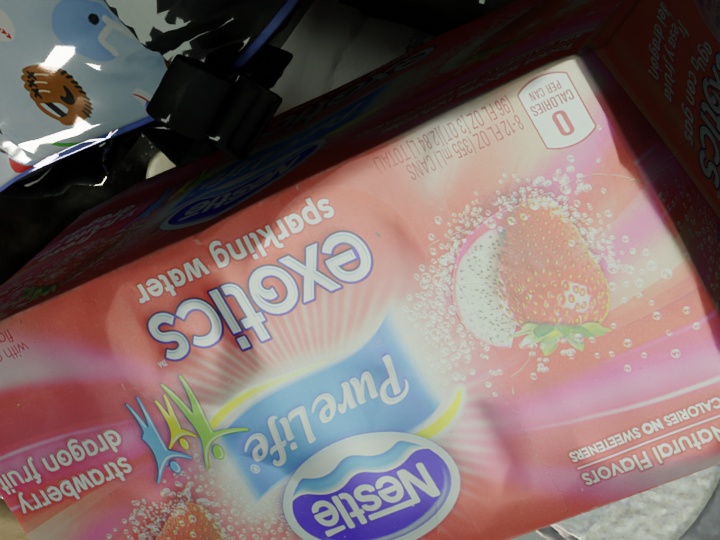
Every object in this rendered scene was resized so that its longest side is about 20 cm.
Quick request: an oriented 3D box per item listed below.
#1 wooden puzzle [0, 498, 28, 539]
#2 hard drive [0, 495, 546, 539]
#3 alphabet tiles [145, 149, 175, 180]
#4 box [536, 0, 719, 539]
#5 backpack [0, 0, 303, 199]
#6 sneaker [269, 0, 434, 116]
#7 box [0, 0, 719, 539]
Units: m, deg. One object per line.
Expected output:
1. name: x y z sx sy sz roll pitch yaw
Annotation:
1. wooden puzzle: -0.223 0.088 0.868 0.185 0.047 0.200 -25 147 29
2. hard drive: 0.006 0.061 0.807 0.199 0.027 0.132 29 109 -12
3. alphabet tiles: 0.004 0.042 0.820 0.199 0.015 0.197 -9 113 1
4. box: 0.108 -0.020 0.695 0.132 0.115 0.200 34 122 -5
5. backpack: -0.071 -0.110 0.701 0.154 0.200 0.190 44 144 -8
6. sneaker: 0.000 0.000 0.849 0.087 0.075 0.201 16 138 9
7. box: 0.008 0.012 0.624 0.199 0.095 0.103 -23 104 30
